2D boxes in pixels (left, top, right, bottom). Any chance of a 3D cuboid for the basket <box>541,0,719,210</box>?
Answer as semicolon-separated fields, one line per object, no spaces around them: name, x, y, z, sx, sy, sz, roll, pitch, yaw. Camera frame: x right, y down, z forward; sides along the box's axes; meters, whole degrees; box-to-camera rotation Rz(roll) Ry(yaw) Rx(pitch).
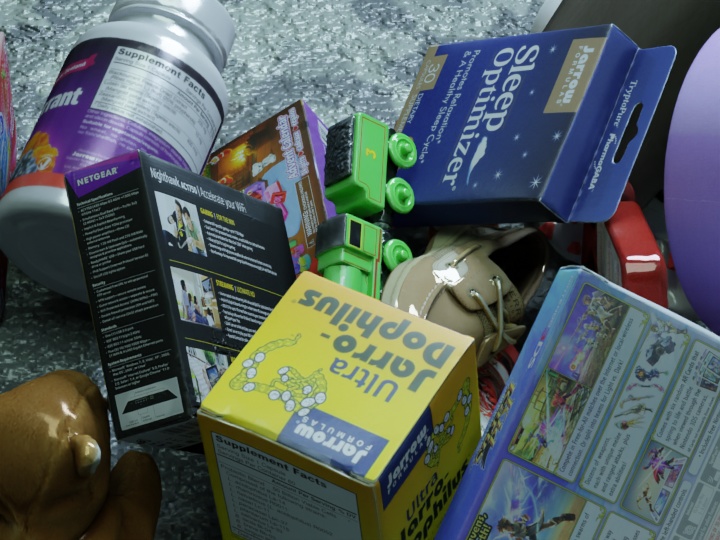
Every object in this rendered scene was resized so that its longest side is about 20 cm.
basket;0.183;-0.140;1.543;0.200;0.136;0.180;-53;25;-3

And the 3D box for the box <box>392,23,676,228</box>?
box;0.091;-0.084;1.469;0.199;0.032;0.122;0;60;50

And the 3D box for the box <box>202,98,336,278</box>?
box;-0.071;-0.005;1.561;0.136;0.039;0.201;-31;39;15

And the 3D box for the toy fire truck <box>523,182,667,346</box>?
toy fire truck;0.154;0.036;1.447;0.111;0.169;0.200;-1;21;-1

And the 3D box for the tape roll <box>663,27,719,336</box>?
tape roll;0.260;-0.053;1.450;0.065;0.201;0.200;6;36;42

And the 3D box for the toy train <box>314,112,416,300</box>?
toy train;0.000;0.000;1.448;0.056;0.042;0.201;23;58;-36

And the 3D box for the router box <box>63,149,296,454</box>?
router box;-0.086;0.026;1.379;0.051;0.200;0.150;-16;76;18

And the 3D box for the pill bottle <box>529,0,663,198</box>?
pill bottle;0.210;-0.120;1.680;0.116;0.117;0.200;-24;47;-25

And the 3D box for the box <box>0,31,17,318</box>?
box;-0.284;-0.062;1.632;0.099;0.096;0.201;-2;41;-1

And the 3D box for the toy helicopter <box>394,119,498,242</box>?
toy helicopter;0.092;-0.107;1.649;0.200;0.079;0.132;-37;36;2

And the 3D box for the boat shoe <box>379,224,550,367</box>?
boat shoe;0.062;0.018;1.435;0.064;0.072;0.200;-7;23;21

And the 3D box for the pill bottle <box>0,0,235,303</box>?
pill bottle;-0.150;-0.088;1.586;0.111;0.112;0.201;12;58;14

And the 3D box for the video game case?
video game case;0.147;0.126;1.315;0.181;0.045;0.201;27;85;-12

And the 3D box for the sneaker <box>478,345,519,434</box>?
sneaker;0.066;0.080;1.471;0.108;0.068;0.201;-26;33;-27

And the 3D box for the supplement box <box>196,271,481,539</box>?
supplement box;-0.004;0.118;1.338;0.108;0.201;0.110;21;54;22

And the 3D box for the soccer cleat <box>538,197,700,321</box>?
soccer cleat;0.179;-0.022;1.617;0.077;0.070;0.200;10;22;-37

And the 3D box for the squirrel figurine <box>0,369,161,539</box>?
squirrel figurine;-0.173;0.157;1.312;0.141;0.187;0.200;17;44;19
